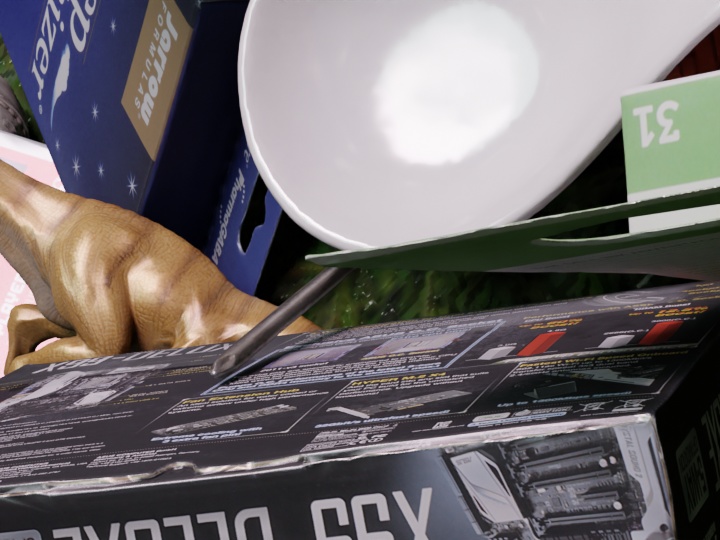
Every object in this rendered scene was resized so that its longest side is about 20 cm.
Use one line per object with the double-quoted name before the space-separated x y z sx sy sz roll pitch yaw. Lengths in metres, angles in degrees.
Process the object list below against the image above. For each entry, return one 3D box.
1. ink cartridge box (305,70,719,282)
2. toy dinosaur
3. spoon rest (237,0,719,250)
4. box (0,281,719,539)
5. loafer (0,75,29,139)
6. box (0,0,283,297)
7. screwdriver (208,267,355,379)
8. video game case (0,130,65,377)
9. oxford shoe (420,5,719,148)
"ink cartridge box" 0.107 -0.026 0.579 0.145 0.200 0.048 -10 79 44
"toy dinosaur" -0.081 0.002 0.850 0.106 0.200 0.060 -62 -13 22
"spoon rest" 0.061 -0.064 0.680 0.200 0.061 0.099 -16 74 17
"box" -0.013 0.048 0.647 0.200 0.158 0.050 -8 98 17
"loafer" -0.194 0.006 1.005 0.200 0.070 0.070 -45 29 14
"box" -0.070 -0.079 0.886 0.200 0.032 0.121 62 146 38
"screwdriver" 0.000 0.000 0.736 0.028 0.029 0.200 -11 17 21
"video game case" -0.181 0.007 0.943 0.200 0.017 0.143 18 74 18
"oxford shoe" 0.088 -0.069 0.744 0.200 0.073 0.071 -4 76 24
